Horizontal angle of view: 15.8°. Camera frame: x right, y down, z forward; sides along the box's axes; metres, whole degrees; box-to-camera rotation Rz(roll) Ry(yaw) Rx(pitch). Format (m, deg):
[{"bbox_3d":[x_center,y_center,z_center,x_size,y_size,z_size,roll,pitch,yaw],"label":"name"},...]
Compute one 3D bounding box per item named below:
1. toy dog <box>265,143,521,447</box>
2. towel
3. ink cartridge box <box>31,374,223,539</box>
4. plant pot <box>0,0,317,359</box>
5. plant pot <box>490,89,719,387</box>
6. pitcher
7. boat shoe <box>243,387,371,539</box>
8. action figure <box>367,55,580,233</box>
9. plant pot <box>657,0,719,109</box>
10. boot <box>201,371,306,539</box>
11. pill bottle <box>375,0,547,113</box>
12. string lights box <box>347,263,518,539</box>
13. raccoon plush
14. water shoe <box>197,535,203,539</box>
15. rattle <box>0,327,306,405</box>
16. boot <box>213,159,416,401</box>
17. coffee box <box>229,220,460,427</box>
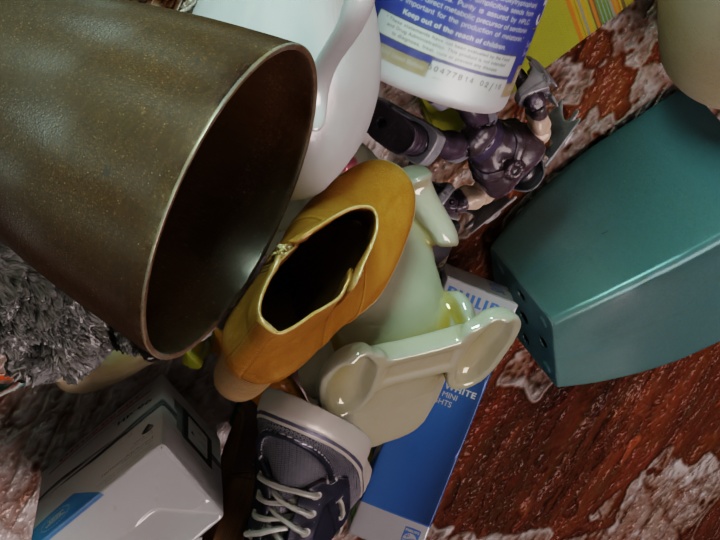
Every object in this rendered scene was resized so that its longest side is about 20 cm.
[{"bbox_3d":[0.000,0.000,1.706,0.139,0.201,0.194,-17,153,-13],"label":"toy dog"},{"bbox_3d":[0.120,-0.175,1.812,0.200,0.018,0.086,-37,141,-8],"label":"towel"},{"bbox_3d":[-0.157,0.144,1.758,0.116,0.200,0.068,-39,103,5],"label":"ink cartridge box"},{"bbox_3d":[-0.155,-0.077,1.436,0.187,0.199,0.187,-56,162,-29],"label":"plant pot"},{"bbox_3d":[0.207,-0.010,1.984,0.199,0.141,0.142,-29,145,-12],"label":"plant pot"},{"bbox_3d":[-0.036,-0.136,1.514,0.120,0.172,0.201,1,118,-18],"label":"pitcher"},{"bbox_3d":[-0.040,0.143,1.653,0.093,0.074,0.200,-65,164,-13],"label":"boat shoe"},{"bbox_3d":[0.075,-0.097,1.781,0.130,0.069,0.200,-56,145,5],"label":"action figure"},{"bbox_3d":[0.284,-0.206,1.824,0.187,0.188,0.200,-24,156,-27],"label":"plant pot"},{"bbox_3d":[-0.078,0.134,1.768,0.189,0.068,0.200,-59,-179,33],"label":"boot"},{"bbox_3d":[0.070,-0.210,1.608,0.119,0.119,0.201,3,113,-49],"label":"pill bottle"},{"bbox_3d":[0.052,0.101,1.912,0.103,0.059,0.201,-97,-153,-84],"label":"string lights box"},{"bbox_3d":[-0.191,-0.004,1.528,0.199,0.097,0.134,-16,148,41],"label":"raccoon plush"},{"bbox_3d":[-0.104,0.192,1.931,0.199,0.072,0.079,-11,137,-39],"label":"water shoe"},{"bbox_3d":[-0.157,0.080,1.685,0.199,0.143,0.130,-24,176,-42],"label":"rattle"},{"bbox_3d":[-0.010,-0.012,1.523,0.201,0.071,0.144,-52,-179,-28],"label":"boot"},{"bbox_3d":[-0.011,0.041,1.884,0.123,0.044,0.201,-11,135,-42],"label":"coffee box"}]
